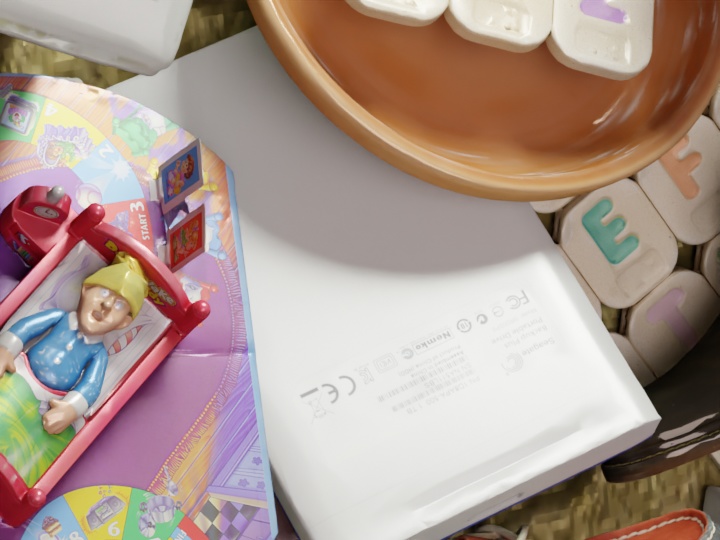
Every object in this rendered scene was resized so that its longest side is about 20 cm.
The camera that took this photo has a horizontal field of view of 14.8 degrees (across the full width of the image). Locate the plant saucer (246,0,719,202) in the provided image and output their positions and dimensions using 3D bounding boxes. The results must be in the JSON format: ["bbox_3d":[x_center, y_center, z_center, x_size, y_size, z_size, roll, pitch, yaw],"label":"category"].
[{"bbox_3d":[0.042,-0.116,1.005,0.200,0.037,0.200,8,68,-21],"label":"plant saucer"}]

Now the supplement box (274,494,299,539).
[{"bbox_3d":[-0.060,0.151,1.013,0.200,0.061,0.109,-44,109,-5],"label":"supplement box"}]

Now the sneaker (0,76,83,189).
[{"bbox_3d":[-0.174,-0.057,0.968,0.146,0.081,0.200,-29,103,-20],"label":"sneaker"}]

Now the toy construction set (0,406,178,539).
[{"bbox_3d":[-0.147,0.130,0.938,0.092,0.131,0.200,54,48,-48],"label":"toy construction set"}]

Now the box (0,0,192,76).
[{"bbox_3d":[-0.149,-0.178,0.883,0.200,0.199,0.171,16,94,-21],"label":"box"}]

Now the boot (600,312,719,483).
[{"bbox_3d":[0.156,-0.003,1.072,0.200,0.075,0.097,-33,100,-19],"label":"boot"}]

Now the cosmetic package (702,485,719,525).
[{"bbox_3d":[0.196,0.154,1.052,0.074,0.200,0.102,7,98,-19],"label":"cosmetic package"}]

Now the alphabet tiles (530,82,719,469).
[{"bbox_3d":[0.145,-0.018,1.104,0.200,0.015,0.196,-39,109,-7],"label":"alphabet tiles"}]

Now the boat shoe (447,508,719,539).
[{"bbox_3d":[0.040,0.124,0.974,0.200,0.071,0.063,-22,104,-9],"label":"boat shoe"}]

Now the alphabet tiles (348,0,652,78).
[{"bbox_3d":[0.055,-0.170,0.992,0.200,0.015,0.196,13,67,-19],"label":"alphabet tiles"}]

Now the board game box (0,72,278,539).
[{"bbox_3d":[-0.101,0.022,0.907,0.158,0.039,0.200,0,71,-25],"label":"board game box"}]

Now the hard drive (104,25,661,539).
[{"bbox_3d":[0.000,0.000,0.991,0.132,0.025,0.200,-24,69,-16],"label":"hard drive"}]
